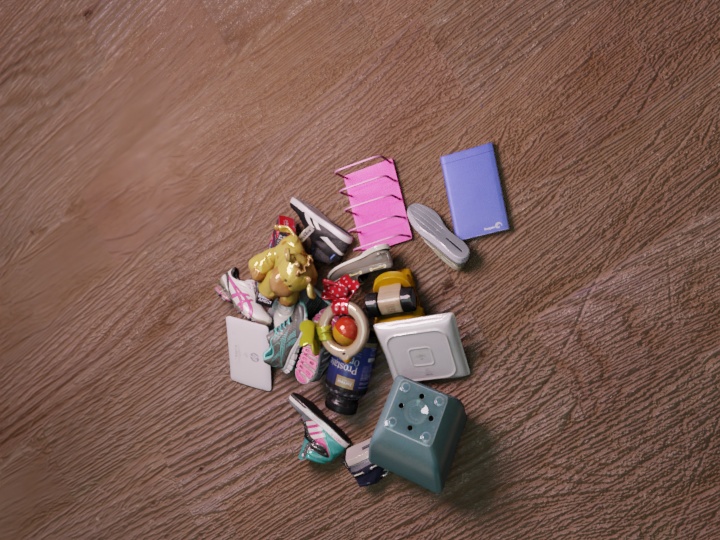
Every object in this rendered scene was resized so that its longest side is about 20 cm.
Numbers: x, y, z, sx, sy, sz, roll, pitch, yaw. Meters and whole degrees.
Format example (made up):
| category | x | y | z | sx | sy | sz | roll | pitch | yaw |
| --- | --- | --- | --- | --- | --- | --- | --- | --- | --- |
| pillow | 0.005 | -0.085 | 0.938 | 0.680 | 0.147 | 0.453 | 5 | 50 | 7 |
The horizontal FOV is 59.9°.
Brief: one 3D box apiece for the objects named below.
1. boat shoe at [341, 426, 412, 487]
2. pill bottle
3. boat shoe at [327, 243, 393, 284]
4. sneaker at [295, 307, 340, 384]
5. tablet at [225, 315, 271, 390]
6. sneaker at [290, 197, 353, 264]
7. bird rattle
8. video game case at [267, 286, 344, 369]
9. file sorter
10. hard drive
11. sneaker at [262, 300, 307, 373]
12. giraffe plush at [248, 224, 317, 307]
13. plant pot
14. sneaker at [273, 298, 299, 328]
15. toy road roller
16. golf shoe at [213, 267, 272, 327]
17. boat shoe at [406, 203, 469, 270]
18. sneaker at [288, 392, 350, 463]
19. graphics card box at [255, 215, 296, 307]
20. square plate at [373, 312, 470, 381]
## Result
| category | x | y | z | sx | sy | sz | roll | pitch | yaw |
| --- | --- | --- | --- | --- | --- | --- | --- | --- | --- |
| boat shoe | 0.057 | 0.464 | 1.559 | 0.195 | 0.075 | 0.095 | -24 | 107 | 11 |
| pill bottle | -0.026 | 0.245 | 1.552 | 0.109 | 0.111 | 0.207 | 15 | 95 | 17 |
| boat shoe | -0.002 | 0.000 | 1.542 | 0.199 | 0.071 | 0.062 | -28 | 76 | 34 |
| sneaker | -0.100 | 0.192 | 1.579 | 0.072 | 0.087 | 0.206 | 16 | 78 | 22 |
| tablet | -0.295 | 0.221 | 1.652 | 0.126 | 0.014 | 0.206 | 12 | 120 | 18 |
| sneaker | -0.123 | -0.091 | 1.598 | 0.198 | 0.073 | 0.114 | 36 | 103 | 15 |
| bird rattle | -0.047 | 0.121 | 1.473 | 0.162 | 0.112 | 0.202 | 37 | 94 | 14 |
| video game case | -0.160 | 0.137 | 1.642 | 0.181 | 0.023 | 0.202 | 39 | 102 | 14 |
| file sorter | 0.028 | -0.159 | 1.518 | 0.135 | 0.125 | 0.207 | -16 | 86 | 17 |
| hard drive | 0.271 | -0.185 | 1.487 | 0.128 | 0.025 | 0.207 | -12 | 87 | 18 |
| sneaker | -0.190 | 0.165 | 1.569 | 0.088 | 0.078 | 0.205 | 14 | 110 | -19 |
| giraffe plush | -0.160 | 0.004 | 1.449 | 0.169 | 0.163 | 0.204 | 27 | 103 | -21 |
| plant pot | 0.127 | 0.352 | 1.418 | 0.191 | 0.202 | 0.200 | 18 | 65 | 17 |
| sneaker | -0.185 | 0.063 | 1.597 | 0.073 | 0.081 | 0.207 | 18 | 98 | 15 |
| toy road roller | 0.096 | 0.090 | 1.519 | 0.119 | 0.148 | 0.204 | -9 | 125 | 17 |
| golf shoe | -0.300 | 0.071 | 1.655 | 0.198 | 0.073 | 0.093 | 37 | 88 | 21 |
| boat shoe | 0.179 | -0.078 | 1.500 | 0.071 | 0.063 | 0.201 | -28 | 63 | -27 |
| sneaker | -0.132 | 0.421 | 1.611 | 0.199 | 0.084 | 0.122 | 39 | 93 | 13 |
| graphics card box | -0.216 | -0.024 | 1.589 | 0.049 | 0.126 | 0.205 | 16 | 110 | -15 |
| square plate | 0.146 | 0.195 | 1.477 | 0.193 | 0.029 | 0.202 | -9 | 124 | 18 |
